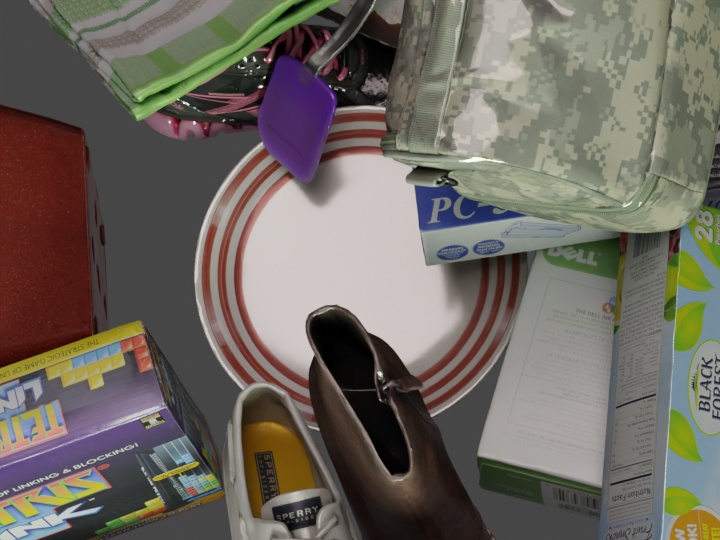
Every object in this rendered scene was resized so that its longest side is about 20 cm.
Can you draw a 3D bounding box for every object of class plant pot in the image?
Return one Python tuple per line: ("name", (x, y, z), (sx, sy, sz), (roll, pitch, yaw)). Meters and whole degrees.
("plant pot", (-0.234, 0.011, 1.021), (0.175, 0.200, 0.201), (-5, 67, -4))

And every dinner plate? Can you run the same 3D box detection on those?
("dinner plate", (0.000, 0.000, 1.066), (0.198, 0.024, 0.202), (-1, 77, 6))

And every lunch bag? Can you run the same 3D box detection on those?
("lunch bag", (0.091, -0.129, 0.888), (0.139, 0.167, 0.202), (10, 89, 38))

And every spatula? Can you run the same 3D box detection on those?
("spatula", (-0.005, -0.147, 1.036), (0.056, 0.020, 0.201), (40, 110, 29))

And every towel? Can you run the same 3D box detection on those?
("towel", (-0.112, -0.174, 1.075), (0.149, 0.031, 0.200), (-34, 39, -9))

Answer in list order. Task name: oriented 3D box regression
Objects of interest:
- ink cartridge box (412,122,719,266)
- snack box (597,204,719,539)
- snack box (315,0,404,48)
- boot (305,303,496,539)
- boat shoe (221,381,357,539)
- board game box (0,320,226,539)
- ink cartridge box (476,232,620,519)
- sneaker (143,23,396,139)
("ink cartridge box", (0.128, -0.066, 1.012), (0.198, 0.044, 0.095), (-8, 63, 4))
("snack box", (0.215, 0.083, 0.946), (0.168, 0.068, 0.201), (16, 68, -21))
("snack box", (0.006, -0.179, 1.068), (0.199, 0.024, 0.072), (29, 115, 42))
("boot", (0.023, 0.121, 0.937), (0.072, 0.166, 0.201), (-26, 77, 0))
("boat shoe", (-0.034, 0.146, 0.963), (0.070, 0.070, 0.201), (-8, 50, -10))
("board game box", (-0.186, 0.111, 0.979), (0.199, 0.165, 0.057), (-20, 67, 0))
("ink cartridge box", (0.142, 0.037, 1.021), (0.103, 0.059, 0.201), (13, 68, 13))
("sneaker", (-0.049, -0.126, 1.098), (0.198, 0.096, 0.080), (-2, 64, 6))
